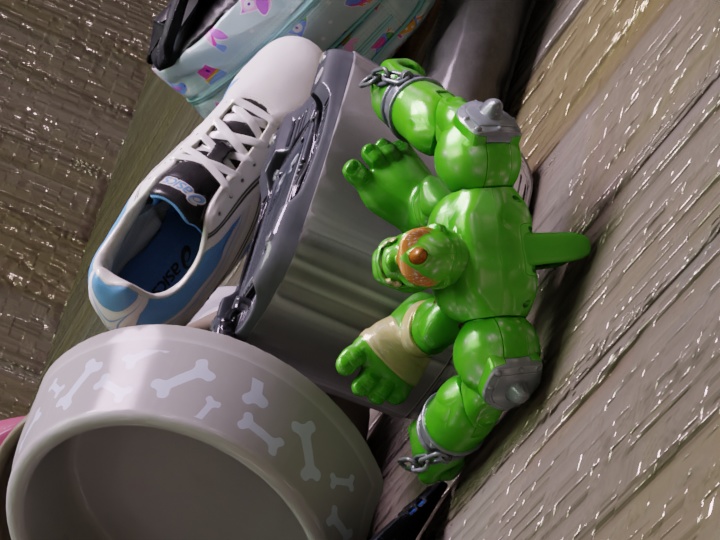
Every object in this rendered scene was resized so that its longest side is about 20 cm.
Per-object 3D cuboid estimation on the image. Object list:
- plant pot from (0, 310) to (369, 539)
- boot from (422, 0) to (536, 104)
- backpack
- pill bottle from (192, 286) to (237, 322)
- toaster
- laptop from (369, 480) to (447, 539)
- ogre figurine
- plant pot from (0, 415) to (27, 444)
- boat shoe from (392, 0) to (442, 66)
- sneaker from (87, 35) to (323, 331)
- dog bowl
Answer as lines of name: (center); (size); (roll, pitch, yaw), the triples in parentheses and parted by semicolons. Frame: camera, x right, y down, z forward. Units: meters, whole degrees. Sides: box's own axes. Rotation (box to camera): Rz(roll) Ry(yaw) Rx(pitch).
plant pot: (-0.081, 0.110, 1.638); (0.200, 0.200, 0.174); (-60, -3, 38)
boot: (0.073, -0.152, 1.673); (0.182, 0.072, 0.200); (100, -165, -69)
backpack: (-0.031, -0.165, 1.712); (0.200, 0.127, 0.167); (-49, 8, 7)
pill bottle: (-0.094, 0.070, 1.955); (0.200, 0.109, 0.109); (151, 141, -74)
toaster: (0.007, -0.009, 1.531); (0.114, 0.129, 0.200); (123, 166, -50)
laptop: (-0.004, 0.227, 1.412); (0.200, 0.103, 0.177); (-36, -21, -56)
ogre figurine: (0.045, -0.006, 1.407); (0.120, 0.098, 0.200); (-16, 59, 65)
plant pot: (-0.189, 0.197, 2.011); (0.179, 0.200, 0.200); (-8, 59, 61)
boat shoe: (0.030, -0.106, 1.774); (0.074, 0.069, 0.200); (-6, 45, 47)
sneaker: (-0.077, -0.048, 1.610); (0.200, 0.072, 0.073); (-56, -15, -17)
dog bowl: (-0.088, 0.125, 1.493); (0.200, 0.200, 0.059); (-59, 2, 40)
